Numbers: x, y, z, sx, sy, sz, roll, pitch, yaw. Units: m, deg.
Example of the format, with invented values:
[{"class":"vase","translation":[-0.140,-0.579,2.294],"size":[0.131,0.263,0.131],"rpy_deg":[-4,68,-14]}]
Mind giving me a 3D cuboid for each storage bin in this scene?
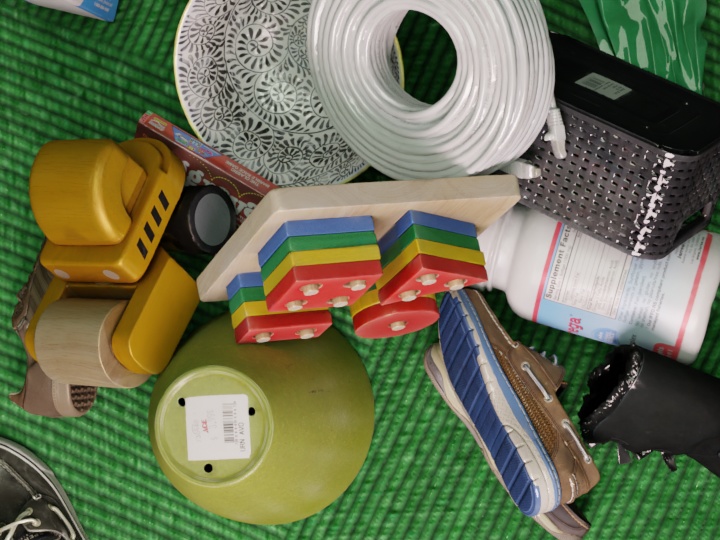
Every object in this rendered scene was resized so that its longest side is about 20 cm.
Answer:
[{"class":"storage bin","translation":[0.182,-0.103,1.597],"size":[0.200,0.135,0.094],"rpy_deg":[28,120,21]}]

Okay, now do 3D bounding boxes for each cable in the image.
[{"class":"cable","translation":[0.050,-0.160,1.533],"size":[0.200,0.069,0.200],"rpy_deg":[2,108,33]}]

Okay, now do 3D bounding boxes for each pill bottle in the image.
[{"class":"pill bottle","translation":[0.186,-0.001,1.636],"size":[0.200,0.109,0.109],"rpy_deg":[16,91,9]}]

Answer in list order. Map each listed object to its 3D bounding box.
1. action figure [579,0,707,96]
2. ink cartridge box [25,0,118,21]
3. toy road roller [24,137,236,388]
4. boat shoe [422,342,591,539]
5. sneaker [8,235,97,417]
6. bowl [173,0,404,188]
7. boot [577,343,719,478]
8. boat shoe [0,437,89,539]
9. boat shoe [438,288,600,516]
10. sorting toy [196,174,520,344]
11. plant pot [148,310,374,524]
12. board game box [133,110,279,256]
[{"class":"action figure","translation":[0.241,-0.171,1.660],"size":[0.118,0.055,0.200],"rpy_deg":[-13,93,7]},{"class":"ink cartridge box","translation":[-0.242,-0.321,1.689],"size":[0.086,0.146,0.200],"rpy_deg":[13,90,15]},{"class":"toy road roller","translation":[-0.207,-0.018,1.627],"size":[0.123,0.146,0.200],"rpy_deg":[1,58,40]},{"class":"boat shoe","translation":[0.131,0.130,1.658],"size":[0.073,0.074,0.200],"rpy_deg":[-36,85,6]},{"class":"sneaker","translation":[-0.264,0.023,1.724],"size":[0.075,0.070,0.200],"rpy_deg":[-1,81,24]},{"class":"bowl","translation":[-0.044,-0.171,1.671],"size":[0.200,0.094,0.201],"rpy_deg":[7,109,19]},{"class":"boot","translation":[0.273,0.096,1.580],"size":[0.162,0.198,0.073],"rpy_deg":[22,52,-11]},{"class":"boat shoe","translation":[-0.272,0.223,1.721],"size":[0.071,0.064,0.200],"rpy_deg":[-41,83,5]},{"class":"boat shoe","translation":[0.124,0.098,1.607],"size":[0.072,0.072,0.200],"rpy_deg":[-13,66,-22]},{"class":"sorting toy","translation":[0.000,0.000,1.556],"size":[0.198,0.200,0.070],"rpy_deg":[-4,72,-23]},{"class":"plant pot","translation":[-0.095,0.118,1.629],"size":[0.187,0.200,0.187],"rpy_deg":[0,88,9]},{"class":"board game box","translation":[-0.105,-0.046,1.693],"size":[0.200,0.103,0.019],"rpy_deg":[30,49,8]}]
